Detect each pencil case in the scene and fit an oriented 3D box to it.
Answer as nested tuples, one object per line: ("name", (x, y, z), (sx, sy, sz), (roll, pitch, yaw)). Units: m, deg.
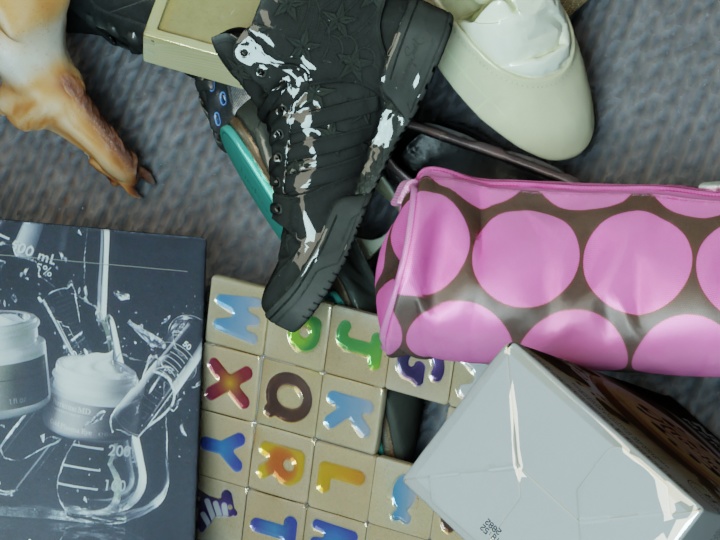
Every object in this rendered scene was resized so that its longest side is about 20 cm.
("pencil case", (0.106, -0.002, 1.237), (0.199, 0.091, 0.094), (2, 99, 2))

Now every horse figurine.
("horse figurine", (-0.180, -0.132, 1.407), (0.050, 0.201, 0.132), (-35, 46, -28))

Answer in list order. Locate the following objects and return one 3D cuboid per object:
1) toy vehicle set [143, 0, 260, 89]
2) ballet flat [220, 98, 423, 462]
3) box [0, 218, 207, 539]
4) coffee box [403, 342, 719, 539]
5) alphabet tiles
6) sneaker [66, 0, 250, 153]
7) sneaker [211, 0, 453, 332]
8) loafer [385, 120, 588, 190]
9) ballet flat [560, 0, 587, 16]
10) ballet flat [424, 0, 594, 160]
("toy vehicle set", (-0.019, -0.177, 1.365), (0.124, 0.027, 0.201), (16, 65, 4))
("ballet flat", (0.000, 0.000, 1.344), (0.068, 0.068, 0.201), (-23, 87, -11))
("box", (-0.184, 0.073, 1.340), (0.199, 0.104, 0.183), (5, 76, -16))
("coffee box", (0.118, 0.106, 1.200), (0.113, 0.200, 0.080), (42, 99, 25))
("alphabet tiles", (-0.011, 0.116, 1.321), (0.166, 0.008, 0.201), (14, 105, 24))
("sneaker", (-0.092, -0.113, 1.414), (0.199, 0.073, 0.113), (-5, 76, 22))
("sneaker", (-0.029, -0.081, 1.279), (0.104, 0.060, 0.201), (26, 90, -5))
("loafer", (0.089, -0.016, 1.317), (0.199, 0.063, 0.072), (30, 91, 26))
("ballet flat", (0.116, -0.187, 1.344), (0.200, 0.065, 0.071), (-43, 67, 10))
("ballet flat", (0.051, -0.140, 1.308), (0.069, 0.069, 0.200), (-39, 91, 11))
